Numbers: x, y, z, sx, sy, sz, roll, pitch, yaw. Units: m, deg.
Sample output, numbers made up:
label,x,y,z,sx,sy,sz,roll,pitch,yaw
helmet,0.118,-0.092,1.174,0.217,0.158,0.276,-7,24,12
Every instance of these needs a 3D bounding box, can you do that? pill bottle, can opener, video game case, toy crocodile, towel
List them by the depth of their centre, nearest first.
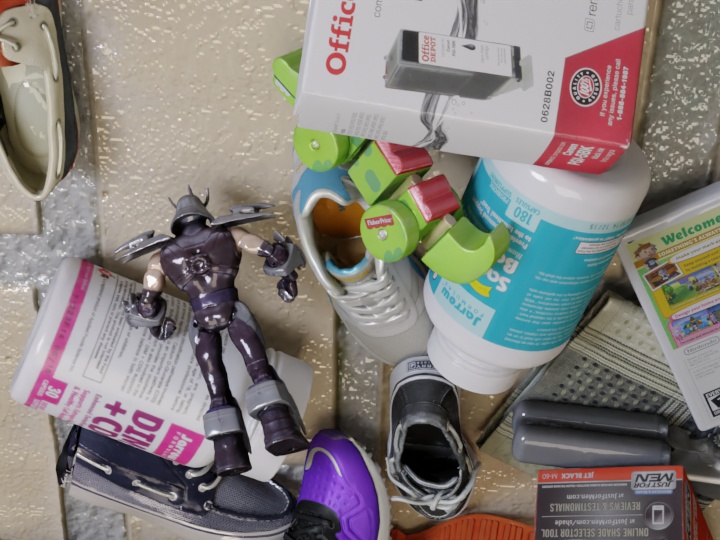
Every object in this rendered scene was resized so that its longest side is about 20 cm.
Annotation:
label,x,y,z,sx,sy,sz,roll,pitch,yaw
toy crocodile,0.016,-0.071,1.076,0.200,0.067,0.062,52,132,13
pill bottle,0.111,-0.010,1.132,0.111,0.111,0.200,17,125,-8
video game case,0.300,0.006,1.164,0.200,0.022,0.182,-24,117,11
pill bottle,-0.144,0.077,1.211,0.200,0.113,0.113,22,125,-12
can opener,0.210,0.144,1.239,0.200,0.053,0.067,7,129,0
towel,0.217,0.108,1.266,0.200,0.035,0.193,25,127,-16

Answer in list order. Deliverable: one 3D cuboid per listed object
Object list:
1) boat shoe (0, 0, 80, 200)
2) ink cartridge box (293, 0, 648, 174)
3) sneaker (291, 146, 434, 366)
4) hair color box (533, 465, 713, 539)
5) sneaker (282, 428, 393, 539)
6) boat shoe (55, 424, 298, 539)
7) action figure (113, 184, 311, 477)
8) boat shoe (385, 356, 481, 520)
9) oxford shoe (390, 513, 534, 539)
label,x,y,z,sx,sy,sz,roll,pitch,yaw
boat shoe,-0.232,-0.142,1.091,0.071,0.063,0.200,-4,124,9
ink cartridge box,0.068,-0.150,1.006,0.200,0.083,0.147,8,82,-3
sneaker,0.000,0.000,1.166,0.076,0.081,0.200,-17,124,14
hair color box,0.209,0.214,1.266,0.111,0.064,0.200,-4,152,18
sneaker,-0.032,0.226,1.281,0.070,0.099,0.200,10,107,45
boat shoe,-0.136,0.153,1.290,0.200,0.075,0.093,14,132,-6
action figure,-0.095,0.036,1.125,0.130,0.069,0.200,-19,78,15
boat shoe,0.056,0.148,1.256,0.074,0.068,0.199,1,142,1
oxford shoe,0.077,0.249,1.349,0.200,0.071,0.073,-6,133,26
